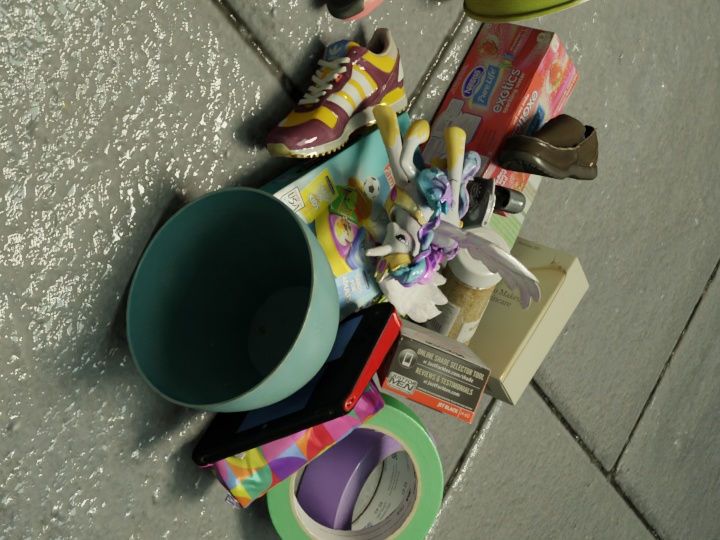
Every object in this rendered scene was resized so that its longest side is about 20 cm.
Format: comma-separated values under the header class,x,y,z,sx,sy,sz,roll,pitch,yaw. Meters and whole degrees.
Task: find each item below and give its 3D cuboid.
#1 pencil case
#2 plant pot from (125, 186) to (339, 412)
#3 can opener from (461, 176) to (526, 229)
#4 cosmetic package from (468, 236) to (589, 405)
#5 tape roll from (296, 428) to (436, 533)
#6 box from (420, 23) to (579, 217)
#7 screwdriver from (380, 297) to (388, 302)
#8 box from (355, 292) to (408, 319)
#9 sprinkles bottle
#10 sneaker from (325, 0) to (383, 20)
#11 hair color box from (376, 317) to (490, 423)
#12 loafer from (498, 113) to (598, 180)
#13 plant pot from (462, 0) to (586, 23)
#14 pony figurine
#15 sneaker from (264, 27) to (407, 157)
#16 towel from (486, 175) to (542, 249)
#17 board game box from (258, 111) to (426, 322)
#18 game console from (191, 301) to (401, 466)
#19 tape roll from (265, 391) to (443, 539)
class,x,y,z,sx,sy,sz,roll,pitch,yaw
pencil case,-0.072,0.162,1.251,0.199,0.088,0.089,-35,136,-8
plant pot,-0.097,0.042,1.115,0.135,0.199,0.202,35,79,-56
can opener,0.123,-0.066,1.346,0.066,0.200,0.054,13,85,-14
cosmetic package,0.204,0.065,1.589,0.201,0.103,0.073,-56,141,-19
tape roll,0.010,0.270,1.472,0.199,0.065,0.203,-26,125,-43
box,0.160,-0.179,1.416,0.095,0.102,0.202,41,73,-53
screwdriver,0.025,0.039,1.328,0.200,0.029,0.028,-45,139,-38
box,0.000,0.000,1.345,0.200,0.047,0.194,-47,141,-28
sprinkles bottle,0.118,0.033,1.427,0.068,0.068,0.201,-41,162,-32
sneaker,0.043,-0.309,1.225,0.201,0.073,0.087,-52,142,-22
hair color box,0.071,0.100,1.280,0.200,0.100,0.062,-116,-132,-87
loafer,0.215,-0.143,1.369,0.199,0.072,0.072,-6,107,-61
plant pot,0.177,-0.396,1.278,0.200,0.199,0.195,-41,123,-32
pony figurine,0.072,-0.043,1.194,0.193,0.165,0.202,36,49,-40
sneaker,-0.030,-0.179,1.206,0.200,0.074,0.091,-36,124,-45
towel,0.174,-0.095,1.541,0.149,0.030,0.202,40,73,-55
board game box,-0.007,-0.053,1.241,0.199,0.047,0.153,-35,114,-33
game console,-0.060,0.108,1.178,0.031,0.199,0.177,57,33,-14
tape roll,-0.008,0.234,1.344,0.197,0.048,0.203,-2,102,-7
